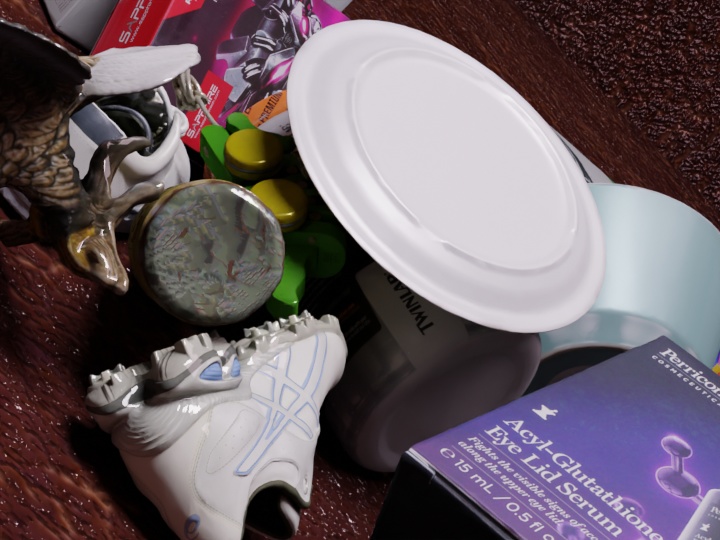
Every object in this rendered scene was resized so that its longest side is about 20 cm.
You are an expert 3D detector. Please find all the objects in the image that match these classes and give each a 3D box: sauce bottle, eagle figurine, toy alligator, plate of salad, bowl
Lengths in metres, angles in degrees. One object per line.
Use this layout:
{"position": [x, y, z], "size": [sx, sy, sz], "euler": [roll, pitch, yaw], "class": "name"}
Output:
{"position": [-0.078, -0.009, 0.878], "size": [0.065, 0.065, 0.200], "euler": [45, -7, -9], "class": "sauce bottle"}
{"position": [-0.170, -0.064, 0.735], "size": [0.200, 0.152, 0.151], "euler": [43, 35, -34], "class": "eagle figurine"}
{"position": [-0.047, -0.047, 0.974], "size": [0.054, 0.059, 0.200], "euler": [-9, 43, -17], "class": "toy alligator"}
{"position": [0.042, -0.046, 0.973], "size": [0.200, 0.048, 0.200], "euler": [23, 43, -24], "class": "plate of salad"}
{"position": [0.156, 0.048, 1.261], "size": [0.201, 0.201, 0.105], "euler": [38, 36, -31], "class": "bowl"}

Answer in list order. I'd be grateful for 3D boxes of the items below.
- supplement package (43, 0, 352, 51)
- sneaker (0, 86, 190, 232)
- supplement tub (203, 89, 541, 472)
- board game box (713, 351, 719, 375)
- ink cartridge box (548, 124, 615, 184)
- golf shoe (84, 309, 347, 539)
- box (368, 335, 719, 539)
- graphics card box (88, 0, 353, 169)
{"position": [-0.121, -0.229, 1.221], "size": [0.152, 0.151, 0.200], "euler": [31, 22, -44], "class": "supplement package"}
{"position": [-0.116, -0.062, 0.967], "size": [0.073, 0.071, 0.200], "euler": [47, 14, -2], "class": "sneaker"}
{"position": [0.000, 0.000, 1.033], "size": [0.123, 0.123, 0.200], "euler": [22, 29, -57], "class": "supplement tub"}
{"position": [0.257, 0.082, 1.372], "size": [0.151, 0.200, 0.047], "euler": [54, 16, 23], "class": "board game box"}
{"position": [0.105, -0.030, 1.346], "size": [0.200, 0.147, 0.083], "euler": [37, 17, -36], "class": "ink cartridge box"}
{"position": [-0.051, 0.075, 0.845], "size": [0.097, 0.078, 0.200], "euler": [67, 22, 4], "class": "golf shoe"}
{"position": [0.119, 0.131, 0.849], "size": [0.148, 0.104, 0.200], "euler": [37, 37, 28], "class": "box"}
{"position": [-0.065, -0.115, 1.137], "size": [0.051, 0.126, 0.200], "euler": [19, -10, 44], "class": "graphics card box"}
